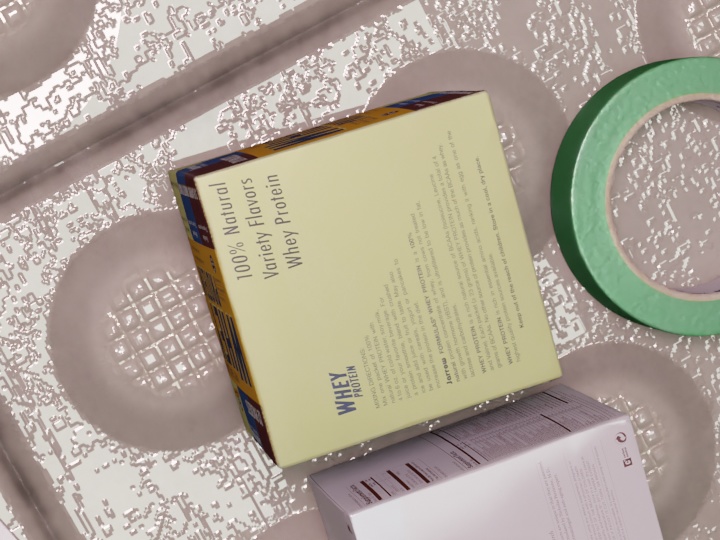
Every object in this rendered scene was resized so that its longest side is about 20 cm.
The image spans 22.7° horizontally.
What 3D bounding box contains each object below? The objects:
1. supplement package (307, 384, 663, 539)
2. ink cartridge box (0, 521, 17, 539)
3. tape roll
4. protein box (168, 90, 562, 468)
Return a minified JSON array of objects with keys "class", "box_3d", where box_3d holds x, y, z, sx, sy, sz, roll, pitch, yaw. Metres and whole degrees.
[{"class":"supplement package","box_3d":[0.095,0.207,1.234,0.200,0.147,0.192,-18,98,-11]},{"class":"ink cartridge box","box_3d":[-0.311,0.243,1.188,0.200,0.067,0.116,-41,101,-7]},{"class":"tape roll","box_3d":[0.240,-0.054,1.298,0.200,0.048,0.201,-1,94,-12]},{"class":"protein box","box_3d":[0.000,0.000,1.204,0.200,0.135,0.199,-18,99,-11]}]
